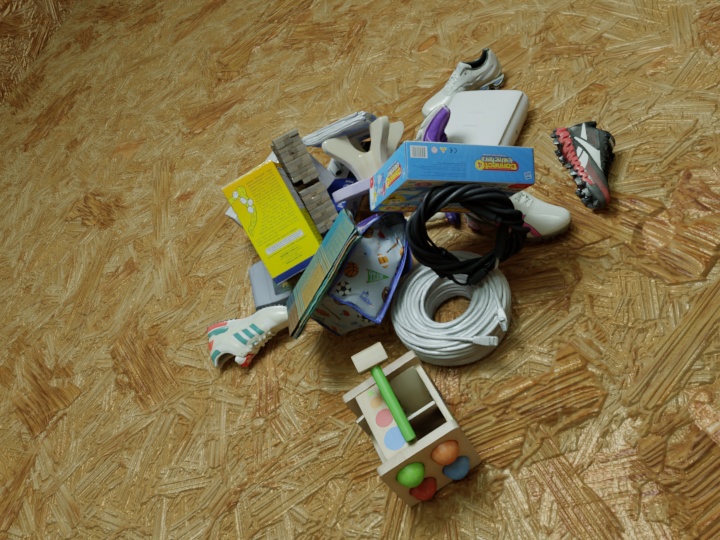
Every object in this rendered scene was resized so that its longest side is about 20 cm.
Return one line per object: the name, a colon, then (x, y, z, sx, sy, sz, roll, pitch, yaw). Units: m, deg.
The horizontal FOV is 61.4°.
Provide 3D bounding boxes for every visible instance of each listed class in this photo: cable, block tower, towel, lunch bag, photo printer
cable: (0.150, 0.059, 0.999, 0.198, 0.069, 0.202, -10, 50, 23)
block tower: (-0.109, -0.175, 1.194, 0.054, 0.201, 0.058, -30, 20, -13)
towel: (-0.025, -0.280, 1.246, 0.146, 0.200, 0.024, -20, 91, 19)
cable: (0.157, -0.054, 0.890, 0.162, 0.200, 0.051, -27, 43, 24)
towel: (-0.063, 0.001, 0.987, 0.201, 0.022, 0.147, -58, 17, 12)
lunch bag: (0.000, 0.000, 1.054, 0.170, 0.123, 0.201, -27, 35, 60)
photo printer: (0.230, -0.271, 1.216, 0.165, 0.070, 0.201, 11, 60, 35)

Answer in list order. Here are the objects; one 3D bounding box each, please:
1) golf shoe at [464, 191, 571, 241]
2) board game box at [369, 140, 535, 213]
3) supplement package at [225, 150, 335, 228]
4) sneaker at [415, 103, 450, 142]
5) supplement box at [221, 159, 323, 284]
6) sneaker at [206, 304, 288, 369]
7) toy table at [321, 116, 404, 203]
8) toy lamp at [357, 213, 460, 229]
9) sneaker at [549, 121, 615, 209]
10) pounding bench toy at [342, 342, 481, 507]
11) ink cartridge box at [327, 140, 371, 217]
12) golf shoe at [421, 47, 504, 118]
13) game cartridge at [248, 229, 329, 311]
golf shoe: (0.263, -0.107, 1.050, 0.198, 0.093, 0.073, 12, 52, 33)
board game box: (0.132, -0.138, 0.937, 0.198, 0.196, 0.057, 0, 83, -13)
supplement package: (-0.170, -0.156, 1.269, 0.201, 0.120, 0.121, -54, 23, -6)
sneaker: (0.150, -0.214, 1.154, 0.083, 0.202, 0.081, 20, 33, 24)
supplement box: (-0.155, -0.091, 1.136, 0.109, 0.201, 0.109, -29, 4, 4)
sneaker: (-0.199, 0.131, 1.147, 0.198, 0.070, 0.094, -16, 66, 15)
toy table: (0.021, -0.220, 1.205, 0.199, 0.118, 0.183, -22, 3, -37)
toy lamp: (0.089, -0.094, 1.163, 0.198, 0.058, 0.059, -13, 49, 20)
sneaker: (0.404, -0.192, 1.055, 0.097, 0.071, 0.202, -21, 46, 16)
pounding bench toy: (0.062, 0.209, 0.834, 0.124, 0.200, 0.156, -32, 45, 1)
ink cartridge box: (-0.034, -0.193, 1.319, 0.093, 0.044, 0.201, 1, 56, 32)
golf shoe: (0.212, -0.408, 1.320, 0.199, 0.097, 0.079, -33, 47, 4)
game cartridge: (-0.131, 0.004, 1.222, 0.199, 0.041, 0.134, -28, 50, 7)
